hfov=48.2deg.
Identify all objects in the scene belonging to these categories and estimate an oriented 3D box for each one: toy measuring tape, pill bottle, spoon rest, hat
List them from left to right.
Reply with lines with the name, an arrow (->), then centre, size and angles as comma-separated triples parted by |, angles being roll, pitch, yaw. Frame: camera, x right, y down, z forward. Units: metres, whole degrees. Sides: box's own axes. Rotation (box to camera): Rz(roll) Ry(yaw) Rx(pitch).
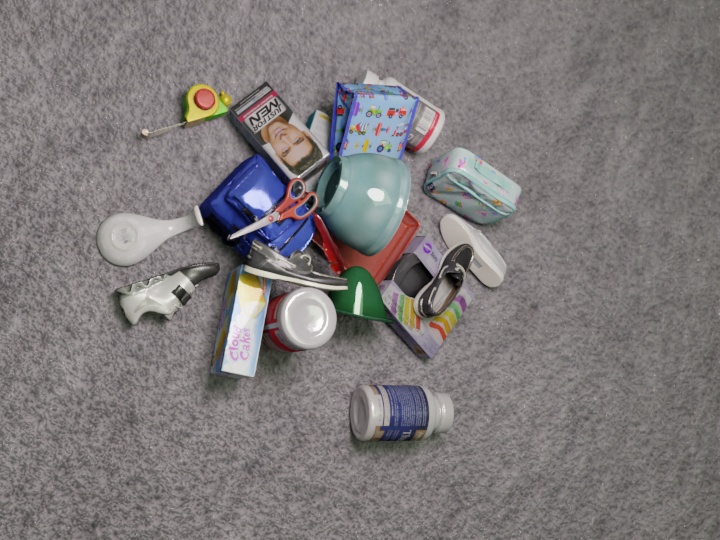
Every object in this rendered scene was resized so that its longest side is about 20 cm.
spoon rest -> -0.397, -0.072, 1.525 | 0.197, 0.061, 0.101 | -16, 87, -12
toy measuring tape -> -0.344, -0.317, 1.572 | 0.198, 0.073, 0.075 | -23, 92, -26
pill bottle -> -0.129, 0.098, 1.533 | 0.111, 0.199, 0.114 | 4, 81, -24
hat -> 0.000, 0.000, 1.598 | 0.199, 0.163, 0.179 | 14, 88, -64
pill bottle -> 0.076, -0.347, 1.744 | 0.198, 0.110, 0.112 | 29, 71, -18
pill bottle -> 0.087, 0.292, 1.651 | 0.197, 0.111, 0.113 | 4, 80, -23

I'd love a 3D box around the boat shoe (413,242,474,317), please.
boat shoe -> 0.188, 0.019, 1.696 | 0.200, 0.060, 0.074 | -47, 113, -24

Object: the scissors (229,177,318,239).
scissors -> -0.152, -0.094, 1.470 | 0.200, 0.014, 0.074 | -47, 115, -31

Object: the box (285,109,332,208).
box -> -0.094, -0.225, 1.681 | 0.081, 0.049, 0.203 | 23, 73, -20

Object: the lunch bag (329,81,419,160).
lunch bag -> 0.019, -0.270, 1.645 | 0.148, 0.094, 0.203 | -3, 118, -27

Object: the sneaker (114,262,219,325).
sneaker -> -0.351, 0.045, 1.514 | 0.197, 0.074, 0.090 | -21, 91, -16

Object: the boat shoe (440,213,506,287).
boat shoe -> 0.259, -0.056, 1.811 | 0.200, 0.072, 0.069 | 44, 46, -5

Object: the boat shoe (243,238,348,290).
boat shoe -> -0.113, -0.005, 1.484 | 0.197, 0.072, 0.069 | 16, 85, -11

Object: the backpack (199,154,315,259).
backpack -> -0.188, -0.098, 1.558 | 0.163, 0.167, 0.200 | -47, 108, -17

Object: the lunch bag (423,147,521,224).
lunch bag -> 0.243, -0.182, 1.768 | 0.198, 0.160, 0.078 | 28, 71, -19

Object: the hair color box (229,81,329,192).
hair color box -> -0.162, -0.268, 1.616 | 0.099, 0.061, 0.200 | -40, 83, -14

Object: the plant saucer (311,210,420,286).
plant saucer -> 0.005, -0.085, 1.709 | 0.200, 0.037, 0.201 | 41, 68, -16

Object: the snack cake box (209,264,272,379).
snack cake box -> -0.228, 0.100, 1.535 | 0.066, 0.115, 0.203 | 14, 76, -21

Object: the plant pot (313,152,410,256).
plant pot -> -0.011, -0.145, 1.575 | 0.133, 0.200, 0.203 | 20, 74, -24

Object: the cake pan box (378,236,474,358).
cake pan box -> 0.132, 0.054, 1.725 | 0.201, 0.052, 0.185 | 50, 63, -22
